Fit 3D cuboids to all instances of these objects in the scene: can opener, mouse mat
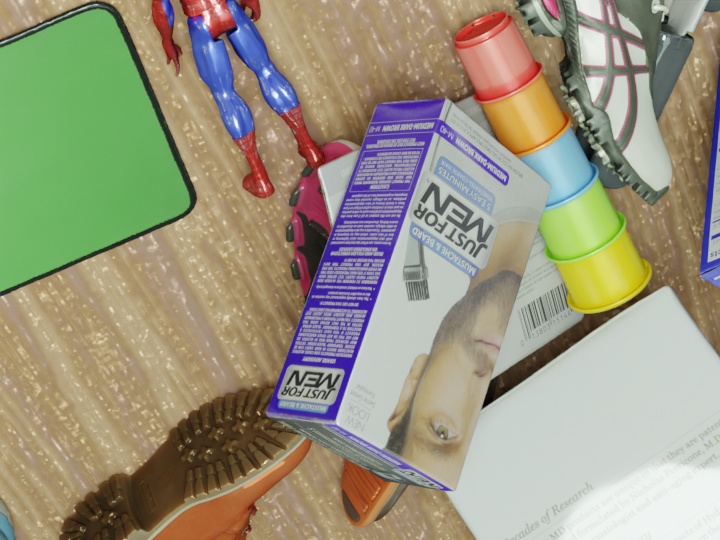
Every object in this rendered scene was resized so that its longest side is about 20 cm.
[{"bbox_3d":[0.199,-0.144,1.039,0.066,0.053,0.200,12,117,-28],"label":"can opener"},{"bbox_3d":[-0.212,-0.060,0.965,0.200,0.008,0.161,-23,127,-5],"label":"mouse mat"}]

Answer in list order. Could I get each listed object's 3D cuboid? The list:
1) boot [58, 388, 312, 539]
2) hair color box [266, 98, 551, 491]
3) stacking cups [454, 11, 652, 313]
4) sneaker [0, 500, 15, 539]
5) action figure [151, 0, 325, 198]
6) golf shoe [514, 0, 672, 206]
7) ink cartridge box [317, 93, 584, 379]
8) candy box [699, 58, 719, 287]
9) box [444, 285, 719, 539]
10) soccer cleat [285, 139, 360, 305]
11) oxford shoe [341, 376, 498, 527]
[{"bbox_3d":[-0.099,0.160,1.117,0.200,0.075,0.107,-35,131,14],"label":"boot"},{"bbox_3d":[0.032,0.014,0.928,0.109,0.065,0.200,33,69,-40],"label":"hair color box"},{"bbox_3d":[0.123,-0.070,1.017,0.060,0.061,0.200,-28,113,-2],"label":"stacking cups"},{"bbox_3d":[-0.252,0.250,1.100,0.078,0.090,0.200,-19,127,-8],"label":"sneaker"},{"bbox_3d":[-0.083,-0.140,0.936,0.065,0.052,0.200,-28,123,-9],"label":"action figure"},{"bbox_3d":[0.157,-0.134,0.982,0.088,0.077,0.200,-27,110,6],"label":"golf shoe"},{"bbox_3d":[0.050,-0.012,1.018,0.200,0.045,0.176,-28,108,-40],"label":"ink cartridge box"},{"bbox_3d":[0.312,-0.063,1.034,0.169,0.200,0.077,22,153,-23],"label":"candy box"},{"bbox_3d":[0.176,0.142,1.096,0.200,0.171,0.199,-36,168,4],"label":"box"},{"bbox_3d":[0.000,0.000,1.058,0.086,0.070,0.200,-20,128,-36],"label":"soccer cleat"},{"bbox_3d":[0.053,0.103,1.135,0.073,0.071,0.200,16,115,-34],"label":"oxford shoe"}]
